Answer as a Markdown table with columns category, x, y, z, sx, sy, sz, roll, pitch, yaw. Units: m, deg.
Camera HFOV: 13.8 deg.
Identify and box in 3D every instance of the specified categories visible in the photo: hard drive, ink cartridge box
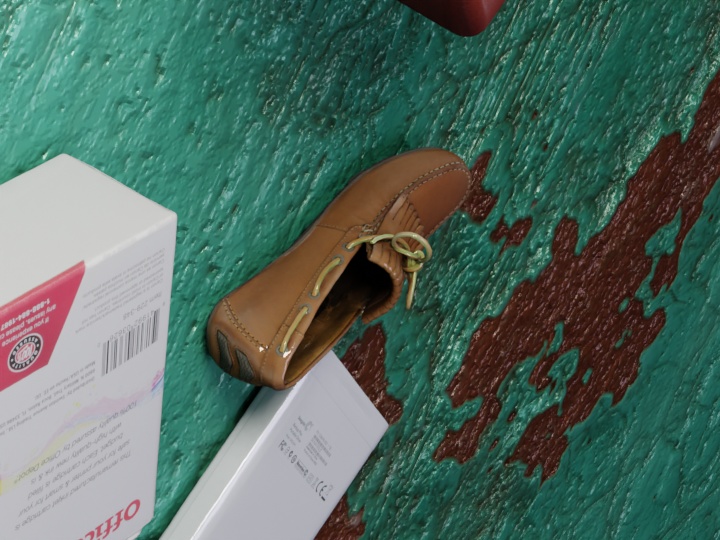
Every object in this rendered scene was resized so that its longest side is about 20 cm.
| category | x | y | z | sx | sy | sz | roll | pitch | yaw |
| --- | --- | --- | --- | --- | --- | --- | --- | --- | --- |
| hard drive | -0.064 | 0.148 | 1.795 | 0.201 | 0.027 | 0.132 | -56 | 151 | -12 |
| ink cartridge box | -0.172 | 0.064 | 1.481 | 0.147 | 0.085 | 0.201 | -32 | 141 | -44 |

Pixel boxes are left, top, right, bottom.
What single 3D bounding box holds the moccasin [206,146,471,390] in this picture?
| category | x | y | z | sx | sy | sz | roll | pitch | yaw |
| --- | --- | --- | --- | --- | --- | --- | --- | --- | --- |
| moccasin | 0.000 | -0.001 | 1.714 | 0.201 | 0.077 | 0.074 | -38 | 144 | -37 |

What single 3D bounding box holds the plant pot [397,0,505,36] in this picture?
| category | x | y | z | sx | sy | sz | roll | pitch | yaw |
| --- | --- | --- | --- | --- | --- | --- | --- | --- | --- |
| plant pot | 0.030 | -0.230 | 1.463 | 0.200 | 0.199 | 0.176 | -55 | 162 | -13 |
